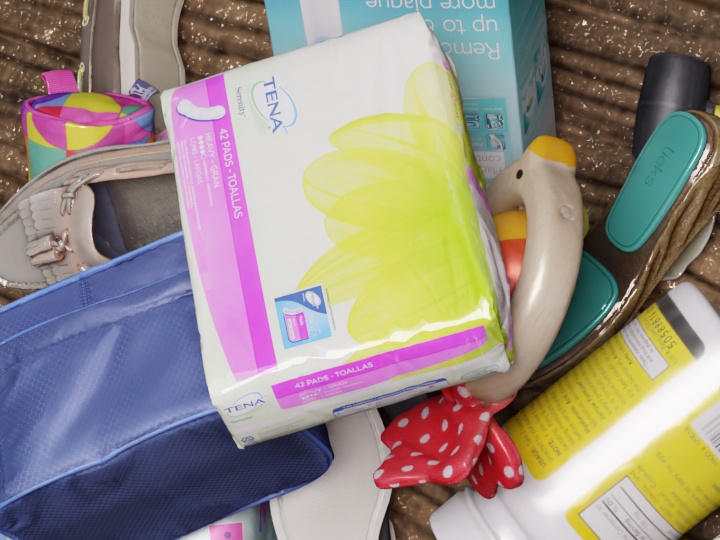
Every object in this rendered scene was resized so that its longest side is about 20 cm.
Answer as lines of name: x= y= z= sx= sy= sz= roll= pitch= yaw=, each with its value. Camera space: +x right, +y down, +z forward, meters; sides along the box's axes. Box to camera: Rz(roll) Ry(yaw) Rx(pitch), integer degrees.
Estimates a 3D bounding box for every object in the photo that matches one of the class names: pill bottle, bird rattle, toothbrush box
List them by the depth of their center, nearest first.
bird rattle: x=0.064 y=0.017 z=1.179 sx=0.112 sy=0.163 sz=0.201 roll=23 pitch=50 yaw=-10
pill bottle: x=0.139 y=0.108 z=1.249 sx=0.200 sy=0.111 sz=0.112 roll=-39 pitch=68 yaw=7
toothbrush box: x=0.031 y=-0.120 z=1.293 sx=0.145 sy=0.201 sz=0.086 roll=4 pitch=37 yaw=17

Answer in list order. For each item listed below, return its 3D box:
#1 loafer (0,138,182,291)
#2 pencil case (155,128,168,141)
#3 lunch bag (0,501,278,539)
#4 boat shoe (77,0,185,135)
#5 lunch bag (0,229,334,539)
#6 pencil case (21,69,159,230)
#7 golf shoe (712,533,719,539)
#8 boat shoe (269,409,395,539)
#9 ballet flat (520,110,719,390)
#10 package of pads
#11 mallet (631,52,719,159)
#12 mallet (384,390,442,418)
loafer: x=-0.131 y=-0.033 z=1.255 sx=0.199 sy=0.063 sz=0.072 roll=-19 pitch=106 yaw=18
pencil case: x=-0.066 y=-0.003 z=1.368 sx=0.086 sy=0.083 sz=0.201 roll=-19 pitch=69 yaw=-15
lunch bag: x=-0.148 y=0.173 z=1.334 sx=0.198 sy=0.122 sz=0.172 roll=0 pitch=78 yaw=14
boat shoe: x=-0.149 y=-0.171 z=1.444 sx=0.059 sy=0.072 sz=0.202 roll=-14 pitch=66 yaw=31
lunch bag: x=-0.113 y=0.060 z=1.224 sx=0.199 sy=0.136 sz=0.133 roll=-23 pitch=62 yaw=8
pencil case: x=-0.161 y=-0.015 z=1.352 sx=0.088 sy=0.088 sz=0.202 roll=8 pitch=110 yaw=21
golf shoe: x=0.240 y=0.157 z=1.216 sx=0.199 sy=0.088 sz=0.077 roll=-36 pitch=66 yaw=7
boat shoe: x=-0.012 y=0.158 z=1.301 sx=0.073 sy=0.060 sz=0.202 roll=-10 pitch=88 yaw=-3
ballet flat: x=0.154 y=-0.002 z=1.287 sx=0.201 sy=0.072 sz=0.068 roll=-55 pitch=44 yaw=11
package of pads: x=-0.011 y=-0.025 z=1.130 sx=0.153 sy=0.068 sz=0.201 roll=-16 pitch=57 yaw=5
mallet: x=0.257 y=-0.092 z=1.298 sx=0.198 sy=0.041 sz=0.066 roll=1 pitch=81 yaw=16
mallet: x=0.000 y=0.000 z=1.286 sx=0.041 sy=0.201 sz=0.066 roll=-13 pitch=29 yaw=46
